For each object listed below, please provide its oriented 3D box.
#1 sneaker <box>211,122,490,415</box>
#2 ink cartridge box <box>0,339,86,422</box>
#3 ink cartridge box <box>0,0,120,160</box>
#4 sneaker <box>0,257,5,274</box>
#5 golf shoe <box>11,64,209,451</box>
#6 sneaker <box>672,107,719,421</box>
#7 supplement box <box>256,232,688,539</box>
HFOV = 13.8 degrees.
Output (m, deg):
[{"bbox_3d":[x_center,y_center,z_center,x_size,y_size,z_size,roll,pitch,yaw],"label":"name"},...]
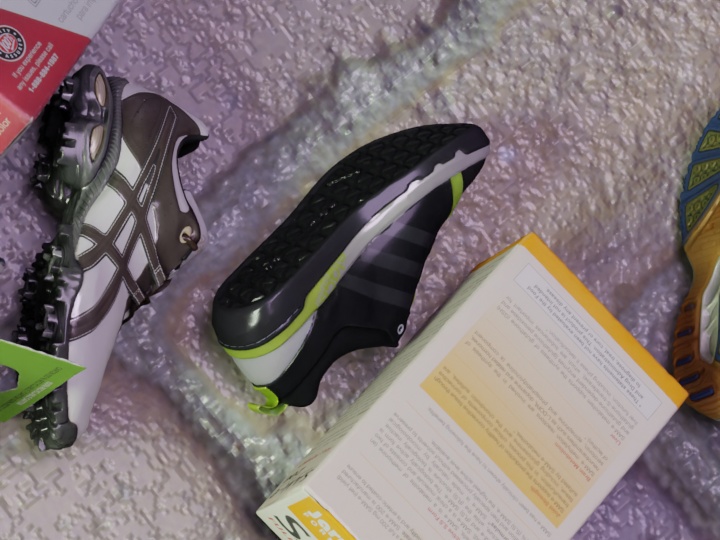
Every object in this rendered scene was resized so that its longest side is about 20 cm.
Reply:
[{"bbox_3d":[0.000,0.000,1.569,0.200,0.072,0.083,-42,118,-26],"label":"sneaker"},{"bbox_3d":[-0.248,0.063,1.386,0.200,0.148,0.076,17,70,-18],"label":"ink cartridge box"},{"bbox_3d":[-0.232,-0.150,1.462,0.200,0.083,0.146,38,41,-10],"label":"ink cartridge box"},{"bbox_3d":[-0.273,-0.023,1.455,0.200,0.078,0.080,19,89,-13],"label":"sneaker"},{"bbox_3d":[-0.121,-0.003,1.500,0.094,0.078,0.200,13,73,-21],"label":"golf shoe"},{"bbox_3d":[0.230,-0.007,1.662,0.088,0.075,0.200,18,76,-30],"label":"sneaker"},{"bbox_3d":[0.059,0.095,1.551,0.126,0.074,0.200,46,63,-6],"label":"supplement box"}]
